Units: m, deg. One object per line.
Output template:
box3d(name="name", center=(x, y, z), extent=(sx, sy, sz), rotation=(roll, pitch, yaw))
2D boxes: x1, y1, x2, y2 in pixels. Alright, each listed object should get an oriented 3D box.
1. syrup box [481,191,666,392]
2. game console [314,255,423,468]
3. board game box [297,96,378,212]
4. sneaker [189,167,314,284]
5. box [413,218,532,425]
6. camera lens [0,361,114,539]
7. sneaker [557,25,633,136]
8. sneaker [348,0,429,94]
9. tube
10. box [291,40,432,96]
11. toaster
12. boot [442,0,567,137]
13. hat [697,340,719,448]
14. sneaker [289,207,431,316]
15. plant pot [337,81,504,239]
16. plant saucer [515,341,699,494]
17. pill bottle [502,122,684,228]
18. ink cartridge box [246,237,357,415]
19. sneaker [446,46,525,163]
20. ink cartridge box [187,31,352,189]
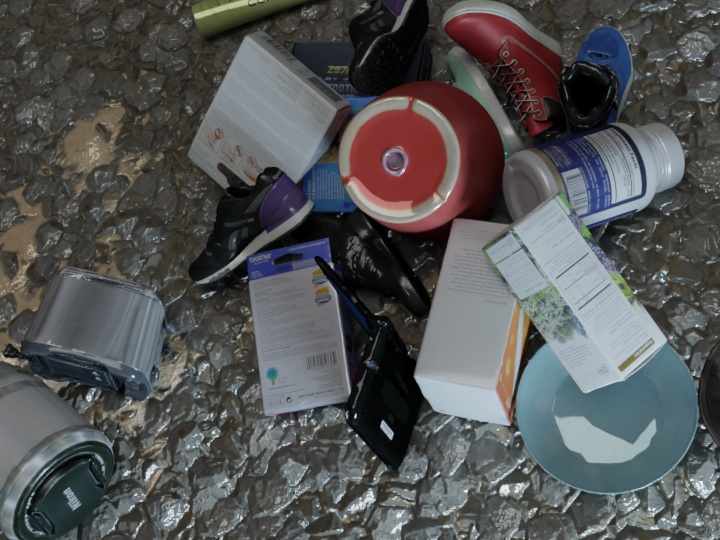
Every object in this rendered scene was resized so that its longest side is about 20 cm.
box3d(name="syrup box", center=(0.230, 0.026, 1.167), extent=(0.081, 0.079, 0.200), rotation=(-36, 88, -26))
box3d(name="game console", center=(-0.003, 0.108, 1.230), extent=(0.116, 0.200, 0.177), rotation=(11, 69, 22))
box3d(name="board game box", center=(-0.024, -0.152, 1.416), extent=(0.199, 0.045, 0.153), rotation=(2, 96, 17))
box3d(name="sneaker", center=(-0.158, -0.063, 1.389), extent=(0.200, 0.088, 0.076), rotation=(-33, 16, 24))
box3d(name="box", center=(0.141, 0.060, 1.253), extent=(0.097, 0.124, 0.201), rotation=(8, 68, 20))
box3d(name="camera lens", center=(-0.415, 0.223, 1.323), extent=(0.200, 0.160, 0.160), rotation=(32, 77, 28))
box3d(name="sneaker", center=(0.298, -0.247, 1.363), extent=(0.076, 0.111, 0.201), rotation=(8, 67, 20))
box3d(name="sneaker", center=(0.017, -0.298, 1.435), extent=(0.087, 0.076, 0.200), rotation=(8, 43, 26))
box3d(name="tube", center=(-0.154, -0.408, 1.620), extent=(0.199, 0.052, 0.058), rotation=(-19, 101, 2))
box3d(name="box", center=(-0.010, -0.240, 1.489), extent=(0.199, 0.051, 0.159), rotation=(4, 65, 18))
box3d(name="toaster", center=(-0.342, 0.079, 1.387), extent=(0.199, 0.114, 0.130), rotation=(13, 63, 5))
box3d(name="boot", center=(0.188, -0.248, 1.361), extent=(0.072, 0.199, 0.145), rotation=(-28, 53, 45))
box3d(name="hat", center=(0.458, 0.146, 1.141), extent=(0.199, 0.081, 0.202), rotation=(-4, 71, 11))
box3d(name="sneaker", center=(-0.001, 0.000, 1.367), extent=(0.104, 0.060, 0.200), rotation=(-39, 68, 12))
box3d(name="plant pot", center=(0.062, -0.130, 1.276), extent=(0.199, 0.177, 0.202), rotation=(2, 96, 15))
box3d(name="plant saucer", center=(0.277, 0.156, 1.214), extent=(0.200, 0.039, 0.202), rotation=(-7, 64, 14))
box3d(name="pill bottle", center=(0.279, -0.111, 1.279), extent=(0.199, 0.111, 0.111), rotation=(-18, 58, -19))
box3d(name="ink cartridge box", center=(-0.072, 0.069, 1.330), extent=(0.119, 0.042, 0.201), rotation=(-13, 79, 18))
box3d(name="sneaker", center=(0.125, -0.204, 1.419), extent=(0.118, 0.074, 0.201), rotation=(-31, 53, 12))
box3d(name="ink cartridge box", center=(-0.122, -0.183, 1.410), extent=(0.160, 0.047, 0.200), rotation=(40, 122, 11))
